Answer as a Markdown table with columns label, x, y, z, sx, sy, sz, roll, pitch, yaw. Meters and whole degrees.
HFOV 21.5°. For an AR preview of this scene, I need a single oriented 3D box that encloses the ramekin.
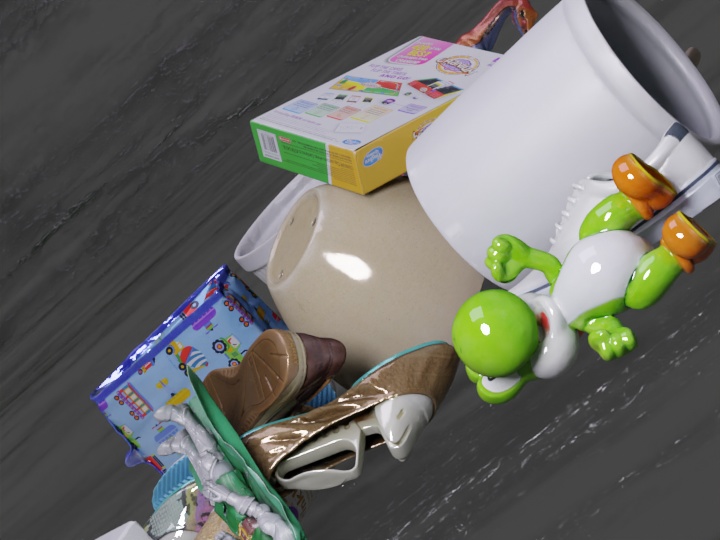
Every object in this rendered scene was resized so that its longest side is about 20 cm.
| label | x | y | z | sx | sy | sz | roll | pitch | yaw |
| --- | --- | --- | --- | --- | --- | --- | --- | --- | --- |
| ramekin | -0.034 | -0.048 | 2.090 | 0.200 | 0.105 | 0.200 | -43 | 12 | 12 |

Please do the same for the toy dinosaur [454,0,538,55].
| label | x | y | z | sx | sy | sz | roll | pitch | yaw |
| --- | --- | --- | --- | --- | --- | --- | --- | --- | --- |
| toy dinosaur | 0.117 | -0.228 | 2.109 | 0.105 | 0.199 | 0.182 | -114 | 37 | -61 |

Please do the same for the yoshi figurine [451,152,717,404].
| label | x | y | z | sx | sy | sz | roll | pitch | yaw |
| --- | --- | --- | --- | --- | --- | --- | --- | --- | --- |
| yoshi figurine | 0.140 | 0.015 | 1.306 | 0.200 | 0.112 | 0.113 | -44 | 18 | 17 |

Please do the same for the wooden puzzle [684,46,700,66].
| label | x | y | z | sx | sy | sz | roll | pitch | yaw |
| --- | --- | --- | --- | --- | --- | --- | --- | --- | --- |
| wooden puzzle | 0.199 | -0.105 | 1.666 | 0.200 | 0.037 | 0.185 | -33 | 17 | 45 |

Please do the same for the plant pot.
| label | x | y | z | sx | sy | sz | roll | pitch | yaw |
| --- | --- | --- | --- | --- | --- | --- | --- | --- | --- |
| plant pot | 0.000 | 0.000 | 1.597 | 0.200 | 0.134 | 0.201 | -49 | 26 | 35 |

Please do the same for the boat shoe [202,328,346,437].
| label | x | y | z | sx | sy | sz | roll | pitch | yaw |
| --- | --- | --- | --- | --- | --- | --- | --- | --- | --- |
| boat shoe | -0.071 | 0.099 | 1.535 | 0.072 | 0.073 | 0.200 | -5 | -23 | -29 |

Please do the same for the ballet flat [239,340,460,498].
| label | x | y | z | sx | sy | sz | roll | pitch | yaw |
| --- | --- | --- | --- | --- | --- | --- | --- | --- | --- |
| ballet flat | -0.004 | 0.126 | 1.475 | 0.199 | 0.068 | 0.073 | -24 | 46 | -1 |

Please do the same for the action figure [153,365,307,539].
| label | x | y | z | sx | sy | sz | roll | pitch | yaw |
| --- | --- | --- | --- | --- | --- | --- | --- | --- | --- |
| action figure | -0.088 | 0.178 | 1.424 | 0.054 | 0.200 | 0.119 | -27 | -40 | -23 |

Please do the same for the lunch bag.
| label | x | y | z | sx | sy | sz | roll | pitch | yaw |
| --- | --- | --- | --- | --- | --- | --- | --- | --- | --- |
| lunch bag | -0.149 | 0.122 | 1.795 | 0.200 | 0.151 | 0.094 | -42 | 12 | 12 |

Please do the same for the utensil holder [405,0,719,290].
| label | x | y | z | sx | sy | sz | roll | pitch | yaw |
| --- | --- | --- | --- | --- | --- | --- | --- | --- | --- |
| utensil holder | 0.159 | -0.101 | 1.487 | 0.200 | 0.170 | 0.170 | -42 | 12 | 25 |

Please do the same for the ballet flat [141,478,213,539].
| label | x | y | z | sx | sy | sz | roll | pitch | yaw |
| --- | --- | --- | --- | --- | --- | --- | --- | --- | --- |
| ballet flat | -0.179 | 0.264 | 1.659 | 0.200 | 0.069 | 0.071 | -44 | 29 | 24 |

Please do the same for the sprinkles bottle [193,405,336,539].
| label | x | y | z | sx | sy | sz | roll | pitch | yaw |
| --- | --- | --- | --- | --- | --- | --- | --- | --- | --- |
| sprinkles bottle | -0.083 | 0.196 | 1.526 | 0.068 | 0.068 | 0.200 | -32 | 18 | 46 |

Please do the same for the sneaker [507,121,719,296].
| label | x | y | z | sx | sy | sz | roll | pitch | yaw |
| --- | --- | --- | --- | --- | --- | --- | --- | --- | --- |
| sneaker | 0.176 | -0.034 | 1.395 | 0.200 | 0.071 | 0.073 | -37 | -4 | 19 |

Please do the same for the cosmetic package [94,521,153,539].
| label | x | y | z | sx | sy | sz | roll | pitch | yaw |
| --- | --- | --- | --- | --- | --- | --- | --- | --- | --- |
| cosmetic package | -0.216 | 0.291 | 1.555 | 0.200 | 0.113 | 0.081 | -28 | 21 | 48 |

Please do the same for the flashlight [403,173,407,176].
| label | x | y | z | sx | sy | sz | roll | pitch | yaw |
| --- | --- | --- | --- | --- | --- | --- | --- | --- | --- |
| flashlight | 0.046 | -0.087 | 1.775 | 0.068 | 0.068 | 0.200 | -57 | 4 | -35 |

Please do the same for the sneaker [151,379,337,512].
| label | x | y | z | sx | sy | sz | roll | pitch | yaw |
| --- | --- | --- | --- | --- | --- | --- | --- | --- | --- |
| sneaker | -0.100 | 0.163 | 1.710 | 0.200 | 0.077 | 0.081 | -37 | 4 | 5 |

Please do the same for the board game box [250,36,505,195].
| label | x | y | z | sx | sy | sz | roll | pitch | yaw |
| --- | --- | --- | --- | --- | --- | --- | --- | --- | --- |
| board game box | 0.029 | -0.137 | 1.630 | 0.199 | 0.041 | 0.153 | -29 | 30 | -28 |
